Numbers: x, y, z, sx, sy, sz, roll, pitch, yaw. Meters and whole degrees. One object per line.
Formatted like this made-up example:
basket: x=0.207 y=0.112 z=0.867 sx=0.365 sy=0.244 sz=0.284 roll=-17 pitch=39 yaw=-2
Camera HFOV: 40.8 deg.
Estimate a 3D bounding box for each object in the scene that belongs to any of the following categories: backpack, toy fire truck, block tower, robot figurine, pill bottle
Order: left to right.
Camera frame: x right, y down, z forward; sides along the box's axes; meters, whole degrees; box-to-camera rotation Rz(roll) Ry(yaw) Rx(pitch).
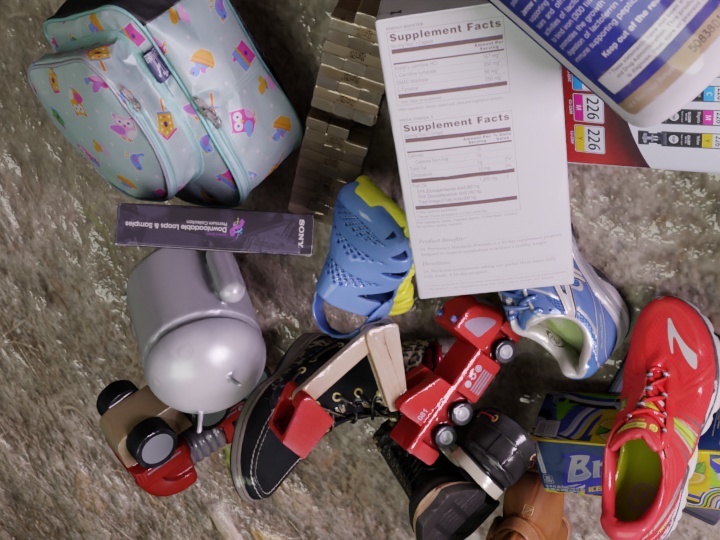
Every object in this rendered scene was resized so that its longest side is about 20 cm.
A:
backpack: x=-0.151 y=-0.137 z=0.778 sx=0.176 sy=0.153 sz=0.200 roll=6 pitch=145 yaw=50
robot figurine: x=-0.155 y=0.052 z=0.915 sx=0.113 sy=0.200 sz=0.170 roll=5 pitch=133 yaw=-31
toy fire truck: x=-0.177 y=0.173 z=1.053 sx=0.129 sy=0.176 sz=0.200 roll=35 pitch=150 yaw=42
block tower: x=-0.011 y=-0.128 z=0.770 sx=0.054 sy=0.058 sz=0.200 roll=18 pitch=132 yaw=0
toy fire truck: x=0.032 y=0.090 z=0.827 sx=0.141 sy=0.200 sz=0.049 roll=37 pitch=175 yaw=-21
pill bottle: x=0.111 y=-0.178 z=0.499 sx=0.200 sy=0.116 sz=0.116 roll=40 pitch=135 yaw=-3

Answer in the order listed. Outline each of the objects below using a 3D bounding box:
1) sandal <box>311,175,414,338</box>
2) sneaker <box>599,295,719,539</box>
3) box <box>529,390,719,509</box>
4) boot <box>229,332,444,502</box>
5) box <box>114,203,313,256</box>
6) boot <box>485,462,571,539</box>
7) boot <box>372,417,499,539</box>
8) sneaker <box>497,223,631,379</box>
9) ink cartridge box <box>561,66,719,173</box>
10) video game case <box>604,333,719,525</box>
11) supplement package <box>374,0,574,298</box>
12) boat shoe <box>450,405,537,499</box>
sandal: x=0.000 y=0.000 z=0.805 sx=0.080 sy=0.087 sz=0.200 roll=47 pitch=161 yaw=26
sneaker: x=0.226 y=0.115 z=0.737 sx=0.077 sy=0.200 sz=0.085 roll=7 pitch=173 yaw=31
box: x=0.250 y=0.151 z=0.818 sx=0.200 sy=0.064 sz=0.070 roll=-1 pitch=125 yaw=32
boot: x=-0.019 y=0.128 z=0.892 sx=0.153 sy=0.204 sz=0.074 roll=-3 pitch=124 yaw=28
box: x=-0.119 y=-0.034 z=0.787 sx=0.143 sy=0.200 sz=0.036 roll=3 pitch=94 yaw=-10
boot: x=0.157 y=0.277 z=0.937 sx=0.077 sy=0.155 sz=0.200 roll=20 pitch=134 yaw=15
boot: x=0.048 y=0.189 z=0.908 sx=0.138 sy=0.077 sz=0.200 roll=44 pitch=177 yaw=22
sneaker: x=0.140 y=0.001 z=0.776 sx=0.200 sy=0.077 sz=0.076 roll=46 pitch=136 yaw=-6
ink cartridge box: x=0.215 y=-0.165 z=0.588 sx=0.175 sy=0.084 sz=0.200 roll=7 pitch=128 yaw=26
video game case: x=0.283 y=0.132 z=0.841 sx=0.143 sy=0.019 sz=0.200 roll=25 pitch=134 yaw=11
supplement package: x=0.080 y=-0.097 z=0.657 sx=0.109 sy=0.114 sz=0.200 roll=-6 pitch=121 yaw=8
boat shoe: x=0.119 y=0.162 z=0.883 sx=0.074 sy=0.063 sz=0.201 roll=44 pitch=176 yaw=7
